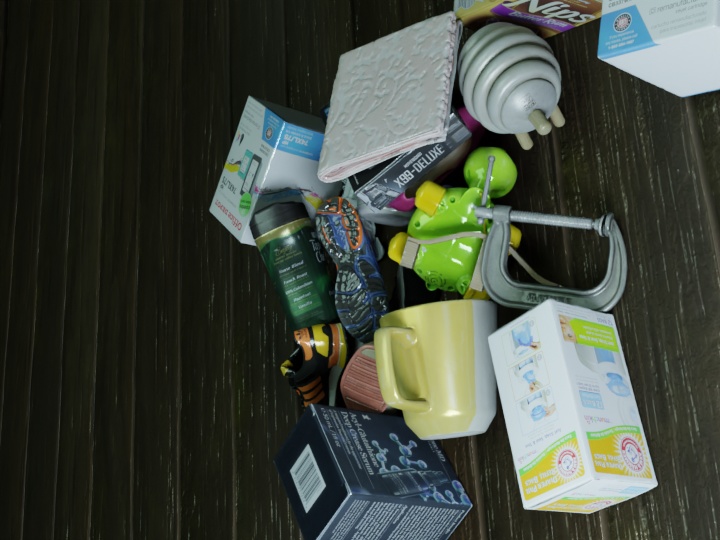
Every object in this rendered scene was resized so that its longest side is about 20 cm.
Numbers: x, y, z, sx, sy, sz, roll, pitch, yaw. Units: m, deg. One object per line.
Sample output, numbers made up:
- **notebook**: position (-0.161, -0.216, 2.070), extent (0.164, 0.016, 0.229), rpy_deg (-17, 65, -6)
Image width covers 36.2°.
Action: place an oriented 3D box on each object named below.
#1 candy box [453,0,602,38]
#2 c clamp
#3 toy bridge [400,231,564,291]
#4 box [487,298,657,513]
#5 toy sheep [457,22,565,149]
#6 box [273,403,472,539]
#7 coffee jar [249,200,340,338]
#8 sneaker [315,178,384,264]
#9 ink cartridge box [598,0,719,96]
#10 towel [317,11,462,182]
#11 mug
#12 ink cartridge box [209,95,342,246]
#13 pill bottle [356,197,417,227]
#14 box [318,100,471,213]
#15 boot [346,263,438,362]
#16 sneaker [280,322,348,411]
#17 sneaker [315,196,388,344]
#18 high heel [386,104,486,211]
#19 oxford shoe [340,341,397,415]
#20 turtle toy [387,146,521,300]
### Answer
- **candy box**: position (0.220, -0.338, 1.351), extent (0.199, 0.115, 0.057), rpy_deg (-12, 69, 53)
- **c clamp**: position (0.216, -0.036, 1.272), extent (0.197, 0.027, 0.174), rpy_deg (13, 84, 25)
- **toy bridge**: position (0.149, -0.008, 1.325), extent (0.197, 0.027, 0.068), rpy_deg (18, 94, 13)
- **box**: position (0.227, 0.150, 1.192), extent (0.101, 0.111, 0.203), rpy_deg (-36, 53, 42)
- **toy sheep**: position (0.185, -0.227, 1.342), extent (0.139, 0.136, 0.201), rpy_deg (-59, 41, 24)
- **box**: position (0.015, 0.267, 1.381), extent (0.108, 0.198, 0.149), rpy_deg (-56, 41, 25)
- **coffee jar**: position (-0.092, -0.005, 1.637), extent (0.084, 0.104, 0.203), rpy_deg (-23, 90, 14)
- **sneaker**: position (0.005, -0.084, 1.618), extent (0.201, 0.074, 0.116), rpy_deg (-61, 38, 31)
- **ink cartridge box**: position (0.349, -0.305, 1.117), extent (0.146, 0.144, 0.204), rpy_deg (-5, 75, 53)
- **towel**: position (0.036, -0.216, 1.372), extent (0.189, 0.032, 0.203), rpy_deg (-15, 50, 34)
- **mug**: position (0.088, 0.127, 1.353), extent (0.149, 0.184, 0.156), rpy_deg (145, 121, -67)
- **ink cartridge box**: position (-0.124, -0.146, 1.755), extent (0.147, 0.144, 0.203), rpy_deg (39, 112, 52)
- **pill bottle**: position (0.060, -0.168, 1.528), extent (0.112, 0.112, 0.204), rpy_deg (-2, 79, 54)
- **box**: position (0.040, -0.189, 1.411), extent (0.157, 0.050, 0.201), rpy_deg (-38, 40, 14)
- **boot**: position (0.034, 0.063, 1.534), extent (0.173, 0.068, 0.203), rpy_deg (-24, 61, 51)
- **sneaker**: position (-0.077, 0.154, 1.606), extent (0.070, 0.089, 0.202), rpy_deg (-107, 24, -47)
- **sneaker**: position (0.000, 0.000, 1.495), extent (0.074, 0.078, 0.203), rpy_deg (-15, 82, 17)
- **high heel**: position (0.107, -0.152, 1.425), extent (0.199, 0.068, 0.096), rpy_deg (-38, 11, -11)
- **oxford shoe**: position (0.018, 0.157, 1.462), extent (0.070, 0.074, 0.202), rpy_deg (25, 136, 17)
- **turtle toy**: position (0.132, -0.062, 1.390), extent (0.202, 0.144, 0.101), rpy_deg (-62, -2, 20)
